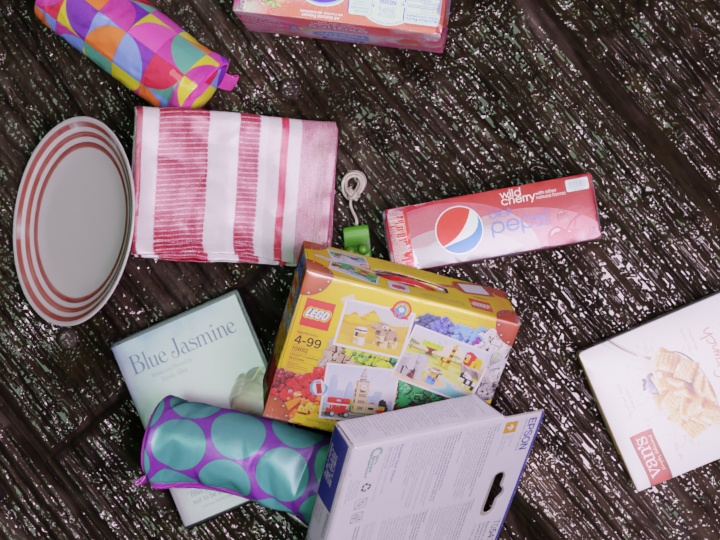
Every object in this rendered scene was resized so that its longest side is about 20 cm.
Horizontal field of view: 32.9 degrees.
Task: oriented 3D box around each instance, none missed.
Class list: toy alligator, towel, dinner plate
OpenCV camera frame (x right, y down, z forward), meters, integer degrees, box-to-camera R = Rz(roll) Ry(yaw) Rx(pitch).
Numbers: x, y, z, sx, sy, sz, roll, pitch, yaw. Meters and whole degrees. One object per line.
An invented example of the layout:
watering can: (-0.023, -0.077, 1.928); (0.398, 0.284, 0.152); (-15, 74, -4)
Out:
toy alligator: (0.000, 0.000, 1.174); (0.059, 0.054, 0.201); (-7, 88, 4)
towel: (-0.118, -0.079, 1.161); (0.199, 0.023, 0.145); (3, 89, -21)
dinner plate: (-0.271, -0.047, 1.167); (0.200, 0.024, 0.201); (-6, 81, 43)

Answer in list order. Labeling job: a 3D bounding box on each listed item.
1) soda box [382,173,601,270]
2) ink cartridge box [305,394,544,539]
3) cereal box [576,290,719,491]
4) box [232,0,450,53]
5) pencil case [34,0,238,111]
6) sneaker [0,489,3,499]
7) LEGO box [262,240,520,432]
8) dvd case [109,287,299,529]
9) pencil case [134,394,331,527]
soda box: (0.123, -0.043, 1.157); (0.199, 0.070, 0.064); (-9, 89, 4)
ink cartridge box: (0.051, 0.202, 1.096); (0.199, 0.043, 0.197); (-7, 128, -30)
cereal box: (0.323, 0.105, 1.153); (0.199, 0.040, 0.144); (-24, 87, 4)
box: (-0.012, -0.274, 1.161); (0.199, 0.095, 0.103); (7, 89, 5)
pencil case: (-0.220, -0.224, 1.185); (0.200, 0.088, 0.089); (38, 92, 2)
sneaker: (-0.411, 0.290, 1.194); (0.090, 0.076, 0.201); (17, 94, -4)
LEGO box: (0.024, 0.075, 1.114); (0.199, 0.077, 0.150); (14, 110, -11)
dvd case: (-0.145, 0.135, 1.200); (0.142, 0.018, 0.201); (-23, 87, 4)
pencil case: (-0.104, 0.183, 1.145); (0.199, 0.085, 0.093); (15, 76, 5)
